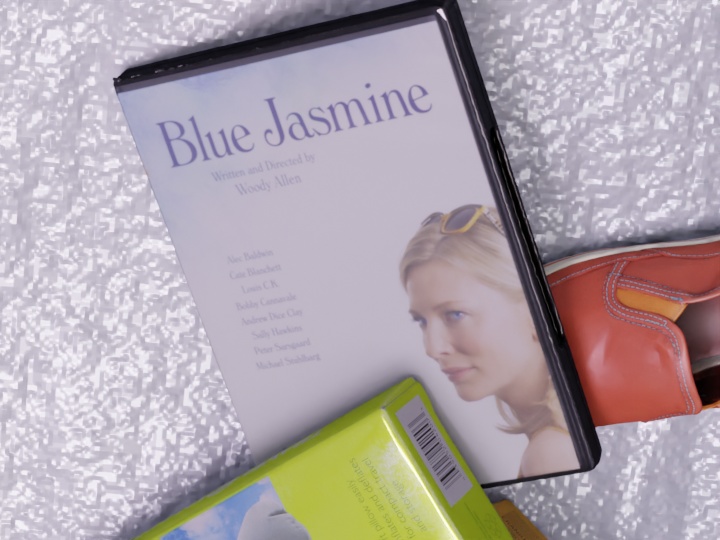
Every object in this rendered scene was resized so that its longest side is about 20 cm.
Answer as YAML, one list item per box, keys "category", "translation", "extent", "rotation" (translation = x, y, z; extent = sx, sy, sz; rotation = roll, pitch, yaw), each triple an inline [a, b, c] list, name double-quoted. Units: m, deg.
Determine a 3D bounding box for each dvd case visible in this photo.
- category: "dvd case"
  translation: [0.000, 0.000, 1.019]
  extent: [0.142, 0.018, 0.200]
  rotation: [-11, 111, 23]

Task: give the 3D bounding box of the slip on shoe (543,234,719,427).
- category: "slip on shoe"
  translation: [0.117, 0.029, 1.037]
  extent: [0.200, 0.061, 0.074]
  rotation: [-15, 114, 10]

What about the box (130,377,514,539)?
- category: "box"
  translation: [-0.031, 0.142, 1.046]
  extent: [0.200, 0.048, 0.122]
  rotation: [-32, 91, 25]

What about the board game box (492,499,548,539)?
- category: "board game box"
  translation: [0.043, 0.219, 1.089]
  extent: [0.153, 0.040, 0.200]
  rotation: [46, 106, 12]
